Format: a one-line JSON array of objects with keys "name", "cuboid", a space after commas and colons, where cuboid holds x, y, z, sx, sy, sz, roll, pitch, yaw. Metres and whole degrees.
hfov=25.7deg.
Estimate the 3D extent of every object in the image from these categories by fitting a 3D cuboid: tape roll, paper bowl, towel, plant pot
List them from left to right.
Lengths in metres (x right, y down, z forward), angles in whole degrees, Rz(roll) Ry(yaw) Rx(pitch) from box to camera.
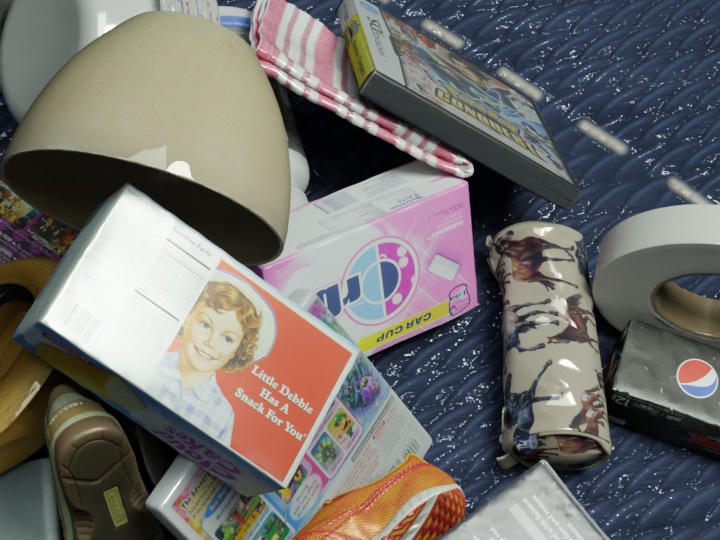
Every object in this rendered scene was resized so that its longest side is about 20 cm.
[{"name": "paper bowl", "cuboid": [-0.209, -0.169, 1.248, 0.104, 0.201, 0.201, 8, 56, -45]}, {"name": "plant pot", "cuboid": [-0.133, -0.101, 1.104, 0.200, 0.200, 0.135, 15, 73, 0]}, {"name": "towel", "cuboid": [0.003, -0.149, 1.258, 0.200, 0.030, 0.146, 27, 22, -15]}, {"name": "tape roll", "cuboid": [0.282, 0.016, 1.233, 0.203, 0.203, 0.037, 15, 64, 0]}]

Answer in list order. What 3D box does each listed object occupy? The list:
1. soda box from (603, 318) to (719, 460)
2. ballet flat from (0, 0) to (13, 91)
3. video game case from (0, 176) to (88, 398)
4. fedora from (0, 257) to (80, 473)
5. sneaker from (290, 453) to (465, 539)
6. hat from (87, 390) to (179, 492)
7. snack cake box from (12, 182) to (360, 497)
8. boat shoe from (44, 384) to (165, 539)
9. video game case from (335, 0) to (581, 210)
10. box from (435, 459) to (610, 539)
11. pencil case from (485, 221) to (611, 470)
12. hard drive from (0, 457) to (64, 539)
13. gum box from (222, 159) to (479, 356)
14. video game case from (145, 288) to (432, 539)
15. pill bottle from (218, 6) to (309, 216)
[{"name": "soda box", "cuboid": [0.294, 0.110, 1.264, 0.200, 0.063, 0.071, 20, 63, 2]}, {"name": "ballet flat", "cuboid": [-0.321, -0.160, 1.315, 0.068, 0.068, 0.200, 35, 65, 0]}, {"name": "video game case", "cuboid": [-0.247, 0.024, 1.249, 0.200, 0.036, 0.181, 33, 65, 9]}, {"name": "fedora", "cuboid": [-0.264, 0.084, 1.137, 0.200, 0.082, 0.201, -23, 40, 21]}, {"name": "sneaker", "cuboid": [-0.017, 0.205, 1.132, 0.200, 0.073, 0.077, -28, 32, -21]}, {"name": "hat", "cuboid": [-0.153, 0.095, 1.166, 0.081, 0.201, 0.201, -6, 62, 17]}, {"name": "snack cake box", "cuboid": [-0.114, 0.049, 1.057, 0.200, 0.067, 0.115, 37, 63, -16]}, {"name": "boat shoe", "cuboid": [-0.184, 0.162, 1.118, 0.072, 0.200, 0.076, -18, 40, -22]}, {"name": "video game case", "cuboid": [0.076, -0.141, 1.283, 0.200, 0.026, 0.181, 27, 22, -20]}, {"name": "box", "cuboid": [0.067, 0.257, 1.088, 0.200, 0.197, 0.117, -34, 74, -21]}, {"name": "pencil case", "cuboid": [0.146, 0.059, 1.260, 0.089, 0.078, 0.200, -6, 64, 7]}, {"name": "hard drive", "cuboid": [-0.274, 0.242, 1.123, 0.139, 0.033, 0.200, -12, 65, 6]}, {"name": "gum box", "cuboid": [0.000, 0.000, 1.231, 0.200, 0.114, 0.066, -23, 34, -25]}, {"name": "video game case", "cuboid": [-0.045, 0.146, 1.158, 0.182, 0.024, 0.200, 52, 60, -32]}, {"name": "pill bottle", "cuboid": [-0.106, -0.104, 1.287, 0.114, 0.114, 0.200, -11, 66, -13]}]
